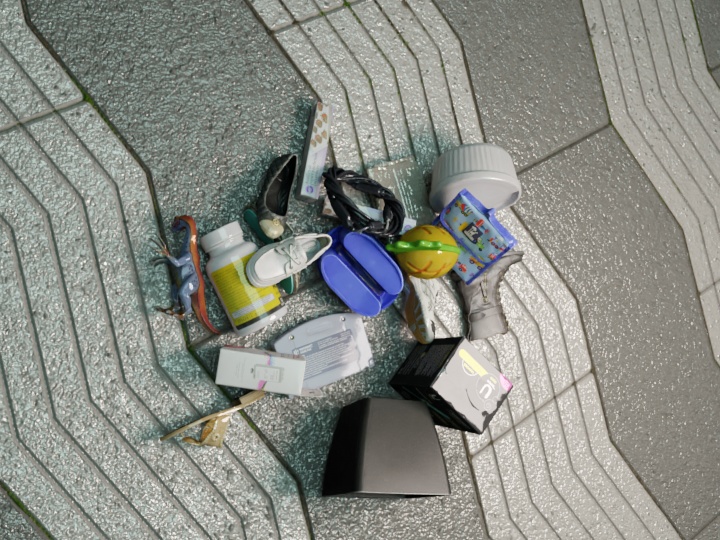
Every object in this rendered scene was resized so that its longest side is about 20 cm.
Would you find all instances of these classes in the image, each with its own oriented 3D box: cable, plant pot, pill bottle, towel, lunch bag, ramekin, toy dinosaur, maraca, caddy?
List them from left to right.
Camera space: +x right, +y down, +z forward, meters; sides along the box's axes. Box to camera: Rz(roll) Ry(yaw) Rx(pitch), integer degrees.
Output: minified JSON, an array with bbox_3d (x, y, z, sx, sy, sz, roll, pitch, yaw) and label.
[{"bbox_3d":[-0.327,-0.003,1.348,0.199,0.104,0.184,29,78,-31],"label":"toy dinosaur"},{"bbox_3d":[-0.229,0.014,1.372,0.110,0.111,0.202,-28,95,-22],"label":"pill bottle"},{"bbox_3d":[0.000,0.000,1.473,0.141,0.105,0.200,-43,100,2],"label":"caddy"},{"bbox_3d":[0.006,-0.148,1.451,0.161,0.051,0.201,-9,51,-36],"label":"cable"},{"bbox_3d":[0.046,0.352,1.413,0.196,0.200,0.180,8,68,-20],"label":"plant pot"},{"bbox_3d":[0.088,-0.142,1.561,0.131,0.034,0.203,-16,91,-21],"label":"towel"},{"bbox_3d":[0.126,-0.039,1.428,0.135,0.200,0.109,-6,81,21],"label":"maraca"},{"bbox_3d":[0.244,-0.196,1.549,0.199,0.202,0.096,5,70,-21],"label":"ramekin"},{"bbox_3d":[0.234,-0.081,1.472,0.094,0.200,0.151,-41,85,-24],"label":"lunch bag"}]

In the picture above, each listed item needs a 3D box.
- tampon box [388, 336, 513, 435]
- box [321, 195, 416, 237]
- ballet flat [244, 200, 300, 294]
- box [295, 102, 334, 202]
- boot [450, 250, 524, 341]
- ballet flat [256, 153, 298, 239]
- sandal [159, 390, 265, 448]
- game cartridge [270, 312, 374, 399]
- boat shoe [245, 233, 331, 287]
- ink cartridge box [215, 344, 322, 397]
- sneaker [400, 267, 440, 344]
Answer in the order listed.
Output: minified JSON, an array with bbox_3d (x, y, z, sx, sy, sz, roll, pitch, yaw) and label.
[{"bbox_3d":[0.181,0.231,1.465,0.150,0.200,0.127,43,71,-12],"label":"tampon box"},{"bbox_3d":[0.016,-0.110,1.501,0.197,0.041,0.039,15,87,-6],"label":"box"},{"bbox_3d":[-0.158,-0.054,1.439,0.075,0.068,0.202,-31,94,-38],"label":"ballet flat"},{"bbox_3d":[-0.094,-0.245,1.487,0.038,0.041,0.203,13,78,-20],"label":"box"},{"bbox_3d":[0.300,0.058,1.610,0.197,0.069,0.177,-20,92,-12],"label":"boot"},{"bbox_3d":[-0.162,-0.151,1.411,0.066,0.057,0.203,27,51,-31],"label":"ballet flat"},{"bbox_3d":[-0.264,0.296,1.345,0.210,0.077,0.070,-25,87,-27],"label":"sandal"},{"bbox_3d":[-0.077,0.163,1.458,0.197,0.041,0.135,-17,94,-23],"label":"game cartridge"},{"bbox_3d":[-0.131,-0.031,1.358,0.199,0.069,0.072,-33,101,-44],"label":"boat shoe"},{"bbox_3d":[-0.165,0.188,1.347,0.197,0.116,0.069,10,87,-5],"label":"ink cartridge box"},{"bbox_3d":[0.138,0.055,1.515,0.086,0.076,0.203,-1,66,-29],"label":"sneaker"}]
